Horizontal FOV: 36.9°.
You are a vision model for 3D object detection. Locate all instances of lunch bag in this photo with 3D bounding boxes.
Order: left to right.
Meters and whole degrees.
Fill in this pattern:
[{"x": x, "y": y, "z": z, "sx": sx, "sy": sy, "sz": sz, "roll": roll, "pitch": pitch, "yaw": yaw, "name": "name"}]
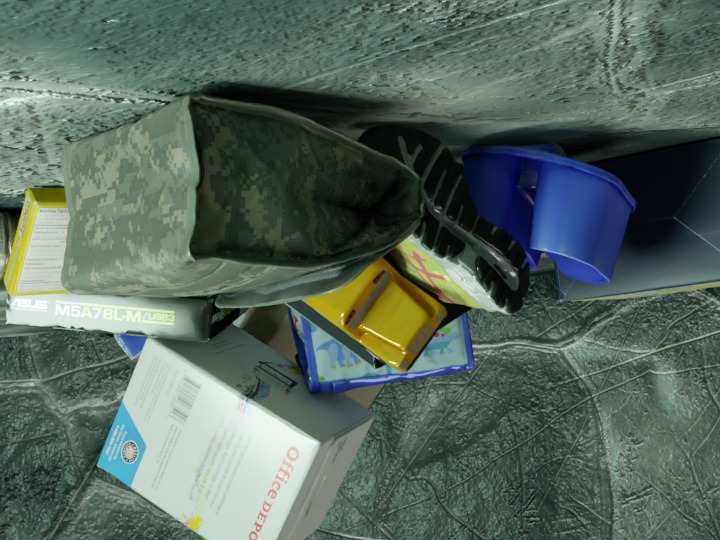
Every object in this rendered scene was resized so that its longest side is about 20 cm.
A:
[{"x": -0.075, "y": -0.036, "z": 0.720, "sx": 0.199, "sy": 0.118, "sz": 0.164, "roll": 4, "pitch": 172, "yaw": -42, "name": "lunch bag"}, {"x": 0.012, "y": 0.029, "z": 1.094, "sx": 0.169, "sy": 0.201, "sz": 0.128, "roll": -7, "pitch": 141, "yaw": -10, "name": "lunch bag"}]

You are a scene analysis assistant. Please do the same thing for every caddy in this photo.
[{"x": 0.162, "y": -0.058, "z": 0.947, "sx": 0.141, "sy": 0.106, "sz": 0.200, "roll": 13, "pitch": 176, "yaw": 24, "name": "caddy"}]

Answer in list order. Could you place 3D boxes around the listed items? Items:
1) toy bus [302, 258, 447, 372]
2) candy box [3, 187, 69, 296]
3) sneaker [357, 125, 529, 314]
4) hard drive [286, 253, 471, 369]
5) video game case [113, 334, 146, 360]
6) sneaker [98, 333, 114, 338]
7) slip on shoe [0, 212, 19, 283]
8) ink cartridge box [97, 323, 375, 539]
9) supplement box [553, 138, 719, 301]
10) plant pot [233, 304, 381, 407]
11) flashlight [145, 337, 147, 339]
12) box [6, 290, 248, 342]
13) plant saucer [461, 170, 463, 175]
[{"x": -0.028, "y": -0.002, "z": 0.863, "sx": 0.200, "sy": 0.065, "sz": 0.078, "roll": 35, "pitch": 176, "yaw": 27, "name": "toy bus"}, {"x": -0.203, "y": -0.027, "z": 0.945, "sx": 0.199, "sy": 0.026, "sz": 0.103, "roll": -3, "pitch": 130, "yaw": -38, "name": "candy box"}, {"x": 0.047, "y": -0.031, "z": 0.839, "sx": 0.090, "sy": 0.078, "sz": 0.200, "roll": -3, "pitch": 139, "yaw": 44, "name": "sneaker"}, {"x": 0.000, "y": 0.000, "z": 0.972, "sx": 0.139, "sy": 0.033, "sz": 0.200, "roll": -30, "pitch": -138, "yaw": -28, "name": "hard drive"}, {"x": -0.218, "y": 0.040, "z": 1.420, "sx": 0.200, "sy": 0.046, "sz": 0.181, "roll": -38, "pitch": 176, "yaw": -4, "name": "video game case"}, {"x": -0.326, "y": 0.040, "z": 1.405, "sx": 0.114, "sy": 0.076, "sz": 0.199, "roll": 36, "pitch": -176, "yaw": 14, "name": "sneaker"}, {"x": -0.360, "y": -0.010, "z": 1.017, "sx": 0.060, "sy": 0.076, "sz": 0.200, "roll": 1, "pitch": 164, "yaw": -41, "name": "slip on shoe"}, {"x": -0.118, "y": 0.163, "z": 1.053, "sx": 0.199, "sy": 0.148, "sz": 0.145, "roll": 30, "pitch": -165, "yaw": 17, "name": "ink cartridge box"}, {"x": 0.328, "y": -0.046, "z": 1.133, "sx": 0.199, "sy": 0.135, "sz": 0.199, "roll": -9, "pitch": 175, "yaw": 32, "name": "supplement box"}, {"x": -0.108, "y": 0.097, "z": 1.250, "sx": 0.200, "sy": 0.200, "sz": 0.177, "roll": 28, "pitch": 172, "yaw": 37, "name": "plant pot"}, {"x": -0.236, "y": 0.049, "z": 1.273, "sx": 0.067, "sy": 0.068, "sz": 0.200, "roll": -4, "pitch": 138, "yaw": 22, "name": "flashlight"}, {"x": -0.220, "y": 0.027, "z": 1.067, "sx": 0.192, "sy": 0.048, "sz": 0.200, "roll": 7, "pitch": -173, "yaw": 5, "name": "box"}, {"x": 0.038, "y": -0.085, "z": 0.970, "sx": 0.070, "sy": 0.019, "sz": 0.200, "roll": -9, "pitch": 176, "yaw": 26, "name": "plant saucer"}]
